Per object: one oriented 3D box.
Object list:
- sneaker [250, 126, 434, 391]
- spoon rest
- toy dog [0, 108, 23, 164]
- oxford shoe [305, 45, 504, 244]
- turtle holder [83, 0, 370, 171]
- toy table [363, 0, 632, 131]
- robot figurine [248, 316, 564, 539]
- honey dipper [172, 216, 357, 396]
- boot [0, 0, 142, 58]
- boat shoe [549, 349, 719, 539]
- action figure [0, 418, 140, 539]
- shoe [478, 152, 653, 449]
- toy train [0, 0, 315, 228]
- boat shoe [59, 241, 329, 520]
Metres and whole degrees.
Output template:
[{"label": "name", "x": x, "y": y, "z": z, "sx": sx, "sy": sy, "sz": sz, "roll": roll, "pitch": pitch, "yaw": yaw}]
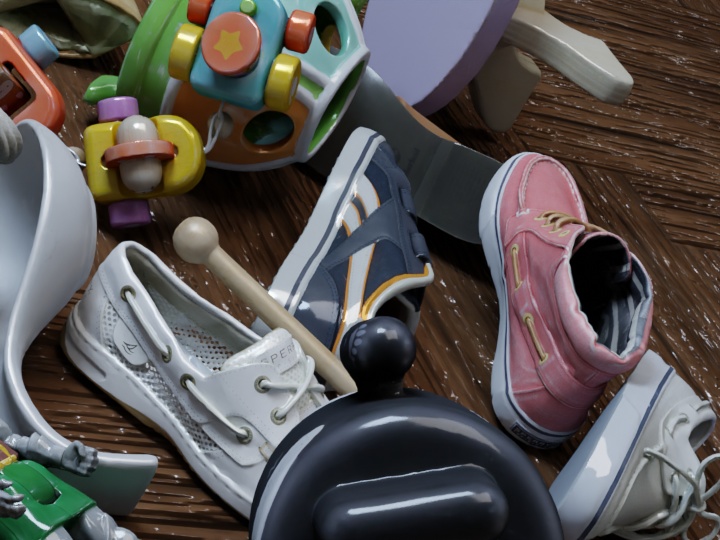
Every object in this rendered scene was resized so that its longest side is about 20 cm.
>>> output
[{"label": "sneaker", "x": 0.000, "y": 0.000, "z": 1.090, "sx": 0.079, "sy": 0.079, "sz": 0.201, "roll": 22, "pitch": 39, "yaw": 1}, {"label": "spoon rest", "x": -0.146, "y": 0.018, "z": 0.924, "sx": 0.060, "sy": 0.100, "sz": 0.201, "roll": 2, "pitch": 48, "yaw": -31}, {"label": "toy dog", "x": -0.263, "y": -0.076, "z": 0.918, "sx": 0.200, "sy": 0.132, "sz": 0.097, "roll": 46, "pitch": 57, "yaw": -13}, {"label": "oxford shoe", "x": 0.017, "y": -0.074, "z": 1.261, "sx": 0.199, "sy": 0.072, "sz": 0.071, "roll": 36, "pitch": 2, "yaw": 12}, {"label": "turtle holder", "x": -0.064, "y": -0.131, "z": 1.191, "sx": 0.131, "sy": 0.142, "sz": 0.185, "roll": 29, "pitch": 15, "yaw": 7}, {"label": "toy table", "x": 0.096, "y": -0.182, "z": 1.333, "sx": 0.116, "sy": 0.200, "sz": 0.185, "roll": 9, "pitch": 46, "yaw": -35}, {"label": "robot figurine", "x": 0.018, "y": 0.110, "z": 0.820, "sx": 0.124, "sy": 0.151, "sz": 0.200, "roll": 30, "pitch": -2, "yaw": -4}, {"label": "honey dipper", "x": -0.015, "y": 0.046, "z": 0.985, "sx": 0.200, "sy": 0.038, "sz": 0.038, "roll": 45, "pitch": 28, "yaw": -1}, {"label": "boot", "x": -0.165, "y": -0.200, "z": 1.297, "sx": 0.173, "sy": 0.067, "sz": 0.201, "roll": 2, "pitch": 35, "yaw": -19}, {"label": "boat shoe", "x": 0.156, "y": 0.108, "z": 1.064, "sx": 0.086, "sy": 0.075, "sz": 0.202, "roll": 36, "pitch": 19, "yaw": 7}, {"label": "action figure", "x": -0.137, "y": 0.098, "z": 0.826, "sx": 0.199, "sy": 0.055, "sz": 0.118, "roll": 35, "pitch": 23, "yaw": 13}, {"label": "shoe", "x": 0.118, "y": -0.005, "z": 1.125, "sx": 0.071, "sy": 0.091, "sz": 0.201, "roll": 21, "pitch": 47, "yaw": -20}, {"label": "toy train", "x": -0.123, "y": -0.112, "z": 1.076, "sx": 0.151, "sy": 0.199, "sz": 0.056, "roll": 56, "pitch": 1, "yaw": 6}, {"label": "boat shoe", "x": -0.052, "y": 0.059, "z": 0.949, "sx": 0.199, "sy": 0.070, "sz": 0.071, "roll": 35, "pitch": 27, "yaw": 11}]
